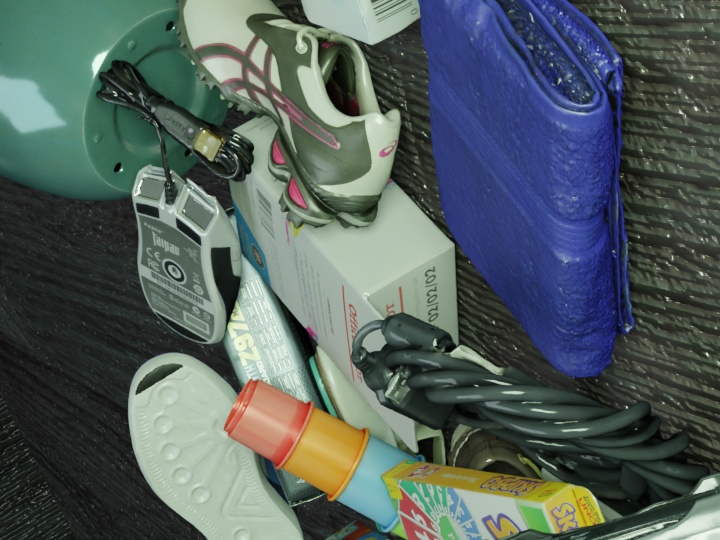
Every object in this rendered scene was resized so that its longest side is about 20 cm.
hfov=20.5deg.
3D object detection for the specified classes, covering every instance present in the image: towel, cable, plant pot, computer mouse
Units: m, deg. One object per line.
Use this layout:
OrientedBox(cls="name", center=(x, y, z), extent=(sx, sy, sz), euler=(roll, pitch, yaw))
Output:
OrientedBox(cls="towel", center=(0.081, -0.057, 0.943), extent=(0.148, 0.049, 0.200), euler=(56, 163, 37))
OrientedBox(cls="cable", center=(0.099, 0.073, 0.990), extent=(0.163, 0.051, 0.200), euler=(10, 165, 45))
OrientedBox(cls="plant pot", center=(-0.177, -0.137, 1.288), extent=(0.161, 0.200, 0.201), euler=(30, 147, 36))
OrientedBox(cls="computer mouse", center=(-0.107, -0.036, 1.234), extent=(0.109, 0.044, 0.201), euler=(28, 143, 23))

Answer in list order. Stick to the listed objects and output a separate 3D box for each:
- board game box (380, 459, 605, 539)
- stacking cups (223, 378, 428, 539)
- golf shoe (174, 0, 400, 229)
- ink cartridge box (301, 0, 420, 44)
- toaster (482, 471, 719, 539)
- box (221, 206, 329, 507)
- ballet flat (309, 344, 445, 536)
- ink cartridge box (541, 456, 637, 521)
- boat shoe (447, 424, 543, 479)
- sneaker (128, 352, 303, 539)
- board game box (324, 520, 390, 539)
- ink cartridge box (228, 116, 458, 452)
OrientedBox(cls="board game box", center=(0.083, 0.157, 1.090), extent=(0.200, 0.030, 0.096), euler=(-4, 112, 61))
OrientedBox(cls="stacking cups", center=(0.012, 0.127, 1.227), extent=(0.199, 0.061, 0.060), euler=(30, 165, -10))
OrientedBox(cls="golf shoe", center=(-0.036, -0.117, 1.148), extent=(0.200, 0.077, 0.088), euler=(56, 134, 27))
OrientedBox(cls="ink cartridge box", center=(-0.048, -0.214, 1.038), extent=(0.200, 0.047, 0.161), euler=(27, 143, 56))
OrientedBox(cls="toaster", center=(0.139, 0.167, 0.891), extent=(0.114, 0.199, 0.130), euler=(-4, -104, -80))
OrientedBox(cls="box", center=(-0.061, 0.057, 1.375), extent=(0.158, 0.051, 0.201), euler=(35, -148, -90))
OrientedBox(cls="ballet flat", center=(0.019, 0.105, 1.313), extent=(0.069, 0.069, 0.200), euler=(45, 164, 38))
OrientedBox(cls="ink cartridge box", center=(0.163, 0.200, 1.126), extent=(0.095, 0.037, 0.201), euler=(32, 144, 54))
OrientedBox(cls="boat shoe", center=(0.104, 0.182, 1.182), extent=(0.060, 0.072, 0.201), euler=(-88, -20, -72))
OrientedBox(cls="sneaker", center=(-0.110, 0.111, 1.371), extent=(0.200, 0.080, 0.147), euler=(60, 180, -31))
OrientedBox(cls="board game box", center=(0.005, 0.247, 1.311), extent=(0.105, 0.103, 0.200), euler=(60, 169, -8))
OrientedBox(cls="ink cartridge box", center=(0.000, 0.000, 1.202), extent=(0.200, 0.068, 0.115), euler=(49, 159, 33))
